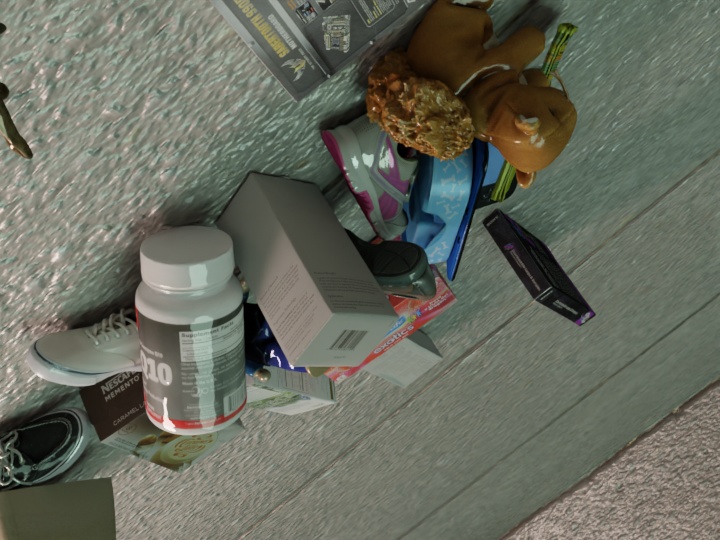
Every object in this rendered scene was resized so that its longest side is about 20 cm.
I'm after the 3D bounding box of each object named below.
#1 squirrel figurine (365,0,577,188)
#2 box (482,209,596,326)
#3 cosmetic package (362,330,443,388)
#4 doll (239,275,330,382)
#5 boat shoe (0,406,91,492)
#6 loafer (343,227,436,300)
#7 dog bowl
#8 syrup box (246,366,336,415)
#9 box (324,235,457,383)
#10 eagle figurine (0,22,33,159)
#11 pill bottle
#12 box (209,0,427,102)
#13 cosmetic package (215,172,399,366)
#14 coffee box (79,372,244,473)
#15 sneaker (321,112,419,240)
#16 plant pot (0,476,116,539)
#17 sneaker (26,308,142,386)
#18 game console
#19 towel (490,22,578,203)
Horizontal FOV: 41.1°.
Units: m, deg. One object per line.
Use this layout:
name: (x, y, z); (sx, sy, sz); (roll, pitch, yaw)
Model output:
squirrel figurine: (0.109, -0.161, 0.950); (0.198, 0.187, 0.142); (-25, 150, -16)
box: (0.261, 0.000, 1.392); (0.036, 0.144, 0.200); (-39, 150, 15)
cosmetic package: (0.049, 0.119, 1.459); (0.082, 0.051, 0.200); (-36, 151, 11)
doll: (-0.119, 0.070, 1.118); (0.048, 0.198, 0.138); (-26, 111, -44)
boat shoe: (-0.416, 0.224, 1.141); (0.198, 0.074, 0.068); (-25, 166, 6)
loafer: (0.000, 0.000, 1.092); (0.072, 0.199, 0.063); (-55, 133, -24)
dog bowl: (0.087, -0.085, 1.113); (0.049, 0.112, 0.201); (3, 143, -8)
syrup box: (-0.117, 0.135, 1.270); (0.078, 0.082, 0.199); (-17, 159, 25)
box: (0.012, 0.042, 1.257); (0.199, 0.103, 0.095); (-34, 151, 6)
eagle figurine: (-0.350, -0.129, 0.651); (0.197, 0.151, 0.154); (-5, 107, 9)
pill bottle: (-0.181, 0.063, 1.026); (0.113, 0.114, 0.202); (-15, 120, -29)
box: (-0.043, -0.251, 0.811); (0.158, 0.049, 0.200); (-36, 151, 7)
cosmetic package: (-0.058, -0.002, 1.017); (0.107, 0.201, 0.085); (7, 131, -46)
coffee box: (-0.249, 0.180, 1.230); (0.114, 0.080, 0.200); (-34, 151, 3)
sneaker: (0.030, -0.105, 1.070); (0.088, 0.082, 0.200); (-31, 152, 0)
plant pot: (-0.422, 0.386, 1.204); (0.199, 0.179, 0.199); (-28, 163, 21)
sneaker: (-0.276, 0.075, 1.069); (0.199, 0.073, 0.071); (-6, 133, -54)
game console: (0.163, -0.111, 1.139); (0.169, 0.119, 0.201); (-18, 144, -25)
towel: (0.193, -0.174, 1.058); (0.086, 0.018, 0.202); (-37, 149, -66)
